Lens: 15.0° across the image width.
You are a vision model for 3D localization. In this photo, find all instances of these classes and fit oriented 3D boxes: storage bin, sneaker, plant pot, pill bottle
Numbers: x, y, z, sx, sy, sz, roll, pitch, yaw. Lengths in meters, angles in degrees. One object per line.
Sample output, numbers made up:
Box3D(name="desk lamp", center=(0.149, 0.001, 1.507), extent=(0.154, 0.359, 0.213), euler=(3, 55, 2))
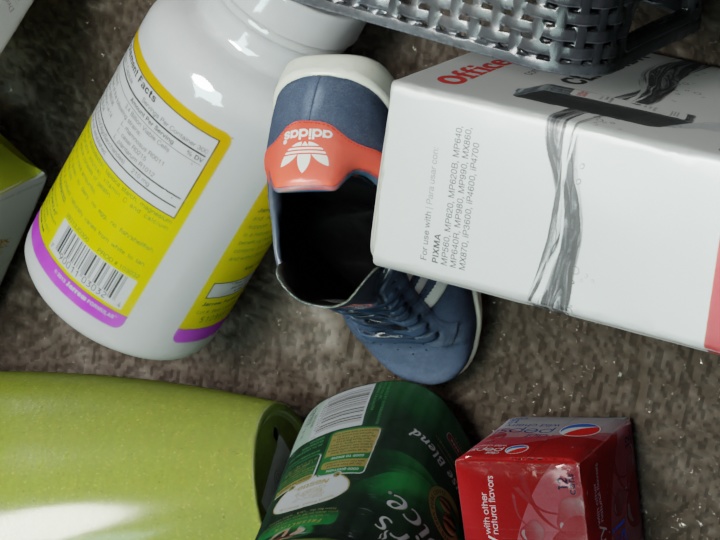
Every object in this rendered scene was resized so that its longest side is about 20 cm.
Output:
Box3D(name="storage bin", center=(0.042, -0.160, 1.151), extent=(0.200, 0.135, 0.094), euler=(17, 113, 25))
Box3D(name="sneaker", center=(0.000, 0.000, 1.210), extent=(0.075, 0.085, 0.200), euler=(-5, 137, 21))
Box3D(name="plant pot", center=(-0.122, 0.126, 1.326), extent=(0.199, 0.187, 0.188), euler=(-12, 99, 19))
Box3D(name="pill bottle", center=(-0.072, -0.061, 1.267), extent=(0.104, 0.104, 0.200), euler=(41, 120, 13))

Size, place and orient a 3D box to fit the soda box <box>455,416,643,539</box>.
Box3D(name="soda box", center=(0.095, 0.171, 1.260), extent=(0.063, 0.070, 0.201), euler=(-1, 104, 27))

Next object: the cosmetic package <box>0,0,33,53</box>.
Box3D(name="cosmetic package", center=(-0.213, -0.135, 1.268), extent=(0.101, 0.200, 0.071), euler=(1, 137, 30))

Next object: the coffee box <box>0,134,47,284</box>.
Box3D(name="coffee box", center=(-0.315, -0.009, 1.357), extent=(0.200, 0.200, 0.198), euler=(40, 126, 15))

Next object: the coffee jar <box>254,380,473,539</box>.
Box3D(name="coffee jar", center=(-0.003, 0.138, 1.222), extent=(0.085, 0.200, 0.104), euler=(-17, 111, 23))

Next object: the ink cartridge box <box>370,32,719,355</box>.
Box3D(name="ink cartridge box", center=(0.124, -0.034, 1.138), extent=(0.200, 0.144, 0.084), euler=(14, 110, 26))
